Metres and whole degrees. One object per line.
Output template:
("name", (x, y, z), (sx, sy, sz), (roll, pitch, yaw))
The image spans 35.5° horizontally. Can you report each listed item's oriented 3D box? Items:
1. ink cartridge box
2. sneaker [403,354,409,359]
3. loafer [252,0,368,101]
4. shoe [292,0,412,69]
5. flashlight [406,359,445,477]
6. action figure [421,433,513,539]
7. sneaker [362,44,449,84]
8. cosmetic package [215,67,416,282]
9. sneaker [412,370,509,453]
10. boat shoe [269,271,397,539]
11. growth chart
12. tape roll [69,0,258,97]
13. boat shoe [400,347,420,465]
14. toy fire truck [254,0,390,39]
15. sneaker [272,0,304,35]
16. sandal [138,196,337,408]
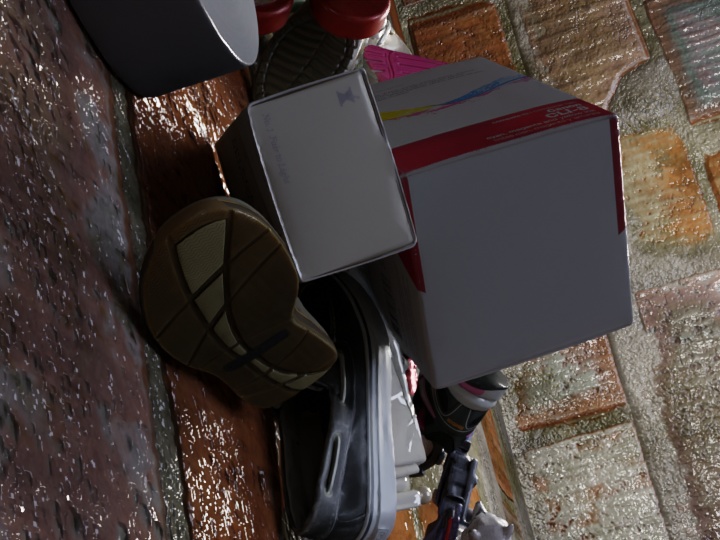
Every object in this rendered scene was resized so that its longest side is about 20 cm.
("ink cartridge box", (0.068, -0.043, 0.756), (0.200, 0.143, 0.147), (-132, -152, -62))
("sneaker", (0.000, 0.000, 1.003), (0.088, 0.075, 0.202), (38, -30, 49))
("loafer", (-0.026, -0.205, 0.980), (0.076, 0.201, 0.067), (31, -11, 6))
("shoe", (-0.016, -0.251, 1.131), (0.199, 0.053, 0.071), (28, 51, -28))
("flashlight", (0.046, 0.114, 1.127), (0.201, 0.067, 0.069), (-91, 167, -55))
("action figure", (0.106, 0.242, 1.025), (0.194, 0.103, 0.202), (97, 8, -70))
("sneaker", (0.039, -0.159, 1.058), (0.200, 0.080, 0.089), (-42, 145, -78))
("cosmetic package", (-0.035, -0.051, 0.697), (0.200, 0.072, 0.105), (177, -105, -79))
("sneaker", (0.075, 0.101, 1.015), (0.080, 0.087, 0.200), (30, 10, 0))
("boat shoe", (-0.023, 0.079, 0.729), (0.070, 0.072, 0.202), (18, 46, -37))
("growth chart", (-0.007, 0.086, 0.821), (0.144, 0.018, 0.202), (14, 56, -44))
("tape roll", (-0.124, -0.206, 0.649), (0.200, 0.065, 0.203), (-17, 90, -82))
("boat shoe", (0.012, 0.074, 0.925), (0.075, 0.085, 0.204), (-61, 135, -78))
("toy fire truck", (-0.048, -0.287, 0.906), (0.113, 0.197, 0.170), (114, -29, -53))
("sneaker", (-0.046, -0.170, 1.038), (0.201, 0.073, 0.119), (-111, -176, -49))
("sandal", (-0.066, 0.016, 0.600), (0.054, 0.080, 0.200), (60, 0, 28))
